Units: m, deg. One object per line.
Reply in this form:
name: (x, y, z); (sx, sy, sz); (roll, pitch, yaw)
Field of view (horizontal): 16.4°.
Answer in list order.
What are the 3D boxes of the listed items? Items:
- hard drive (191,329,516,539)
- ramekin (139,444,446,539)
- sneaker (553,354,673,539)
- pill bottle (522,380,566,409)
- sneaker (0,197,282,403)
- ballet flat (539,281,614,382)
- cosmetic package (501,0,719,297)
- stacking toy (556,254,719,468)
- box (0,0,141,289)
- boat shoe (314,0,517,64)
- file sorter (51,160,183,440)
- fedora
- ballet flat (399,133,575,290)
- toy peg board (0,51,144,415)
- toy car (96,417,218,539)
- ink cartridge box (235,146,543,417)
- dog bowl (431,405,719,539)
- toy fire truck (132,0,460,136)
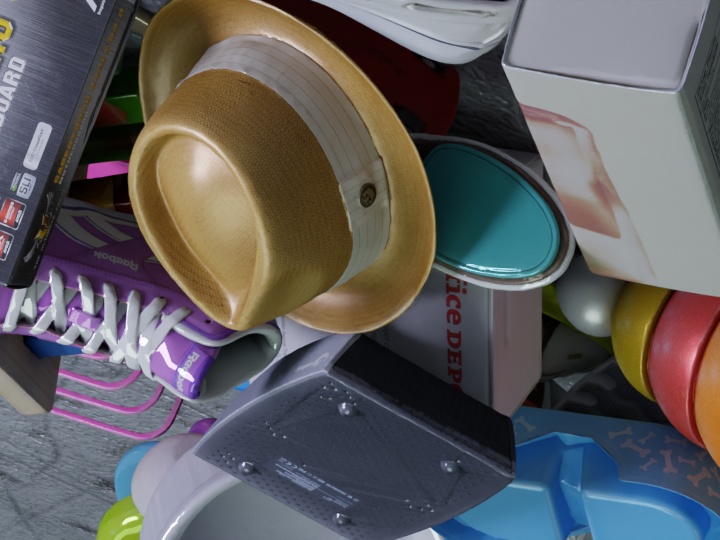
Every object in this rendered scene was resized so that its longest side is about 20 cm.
hard drive: (-0.003, 0.094, 1.379); (0.134, 0.043, 0.200); (30, 154, -13)
ramekin: (-0.047, 0.189, 1.575); (0.200, 0.201, 0.098); (29, -168, -21)
sneaker: (0.144, 0.104, 1.534); (0.075, 0.082, 0.200); (39, 122, -1)
pill bottle: (0.049, 0.072, 1.585); (0.114, 0.115, 0.200); (-2, 150, 44)
sneaker: (-0.130, 0.020, 1.302); (0.199, 0.073, 0.114); (-1, -144, -33)
ballet flat: (0.097, 0.028, 1.501); (0.199, 0.067, 0.067); (29, 156, -20)
cosmetic package: (0.138, -0.079, 1.164); (0.087, 0.104, 0.200); (10, 155, 22)
stacking toy: (0.193, 0.036, 1.407); (0.199, 0.147, 0.146); (28, 168, 39)
box: (-0.203, -0.112, 1.241); (0.157, 0.201, 0.048); (22, -179, 7)
boat shoe: (-0.012, -0.156, 1.159); (0.199, 0.072, 0.066); (25, 154, -14)
file sorter: (-0.181, 0.010, 1.626); (0.138, 0.126, 0.200); (15, 158, 15)
fedora: (-0.056, -0.038, 1.238); (0.200, 0.082, 0.202); (26, 138, 26)
ballet flat: (0.033, -0.037, 1.288); (0.199, 0.070, 0.069); (18, 160, 30)
toy peg board: (-0.177, -0.054, 1.400); (0.097, 0.200, 0.200); (-7, 150, 20)
toy car: (-0.085, 0.166, 1.710); (0.198, 0.150, 0.176); (1, 130, -14)
ink cartridge box: (0.000, 0.000, 1.411); (0.199, 0.084, 0.147); (11, 119, 23)
dog bowl: (0.128, 0.128, 1.452); (0.199, 0.050, 0.112); (6, 144, 20)
toy fire truck: (-0.060, -0.122, 1.308); (0.200, 0.049, 0.141); (33, 156, -32)
